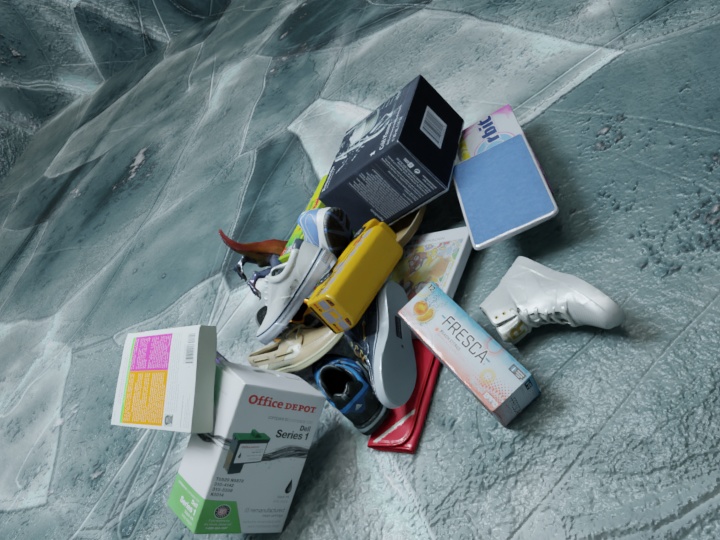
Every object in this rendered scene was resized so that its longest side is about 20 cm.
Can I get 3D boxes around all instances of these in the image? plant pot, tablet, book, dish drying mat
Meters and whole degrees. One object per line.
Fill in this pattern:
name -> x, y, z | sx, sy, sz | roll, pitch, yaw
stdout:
plant pot -> 0.044, -0.073, 1.167 | 0.200, 0.027, 0.201 | -38, 26, 22
tablet -> 0.211, -0.122, 1.004 | 0.129, 0.014, 0.201 | -25, 42, 17
book -> -0.265, 0.146, 0.901 | 0.199, 0.048, 0.135 | -9, 76, 45
dish drying mat -> 0.070, 0.160, 0.944 | 0.076, 0.018, 0.201 | -8, 48, 37

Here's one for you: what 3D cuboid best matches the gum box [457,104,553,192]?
gum box -> 0.230, -0.183, 1.112 | 0.113, 0.066, 0.201 | -27, 40, 17

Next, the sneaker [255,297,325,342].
sneaker -> -0.117, 0.076, 1.145 | 0.199, 0.077, 0.079 | 0, 54, 43

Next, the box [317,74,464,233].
box -> 0.055, -0.191, 1.138 | 0.196, 0.124, 0.201 | -31, 29, 40

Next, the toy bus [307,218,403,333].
toy bus -> 0.000, 0.000, 0.986 | 0.078, 0.065, 0.200 | -29, 20, 50

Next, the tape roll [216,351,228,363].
tape roll -> -0.211, 0.179, 1.017 | 0.066, 0.200, 0.200 | -47, 37, -10

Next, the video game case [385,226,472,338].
video game case -> 0.079, 0.022, 1.056 | 0.181, 0.023, 0.201 | -9, 47, 45

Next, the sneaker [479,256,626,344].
sneaker -> 0.238, 0.060, 0.863 | 0.116, 0.074, 0.200 | -47, 27, -7

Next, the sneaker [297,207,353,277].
sneaker -> -0.045, -0.015, 1.081 | 0.077, 0.201, 0.076 | 10, 35, 35

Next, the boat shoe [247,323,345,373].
boat shoe -> -0.102, 0.120, 1.059 | 0.199, 0.065, 0.072 | -31, 5, 32

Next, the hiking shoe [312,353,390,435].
hiking shoe -> -0.028, 0.155, 0.966 | 0.074, 0.087, 0.200 | -46, 28, -9

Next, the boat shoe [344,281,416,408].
boat shoe -> 0.025, 0.116, 0.953 | 0.091, 0.071, 0.201 | -33, 38, 35

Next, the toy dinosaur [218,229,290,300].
toy dinosaur -> -0.124, -0.025, 1.172 | 0.181, 0.201, 0.105 | -36, 50, -18

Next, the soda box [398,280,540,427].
soda box -> 0.138, 0.104, 0.868 | 0.068, 0.064, 0.200 | -42, 51, -2

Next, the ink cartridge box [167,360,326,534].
ink cartridge box -> -0.149, 0.237, 0.892 | 0.084, 0.146, 0.201 | 20, 91, 49

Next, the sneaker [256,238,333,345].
sneaker -> -0.118, 0.030, 1.030 | 0.200, 0.071, 0.073 | -54, 4, 27

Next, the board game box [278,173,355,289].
board game box -> -0.055, -0.070, 1.171 | 0.047, 0.101, 0.201 | -20, 38, 48
